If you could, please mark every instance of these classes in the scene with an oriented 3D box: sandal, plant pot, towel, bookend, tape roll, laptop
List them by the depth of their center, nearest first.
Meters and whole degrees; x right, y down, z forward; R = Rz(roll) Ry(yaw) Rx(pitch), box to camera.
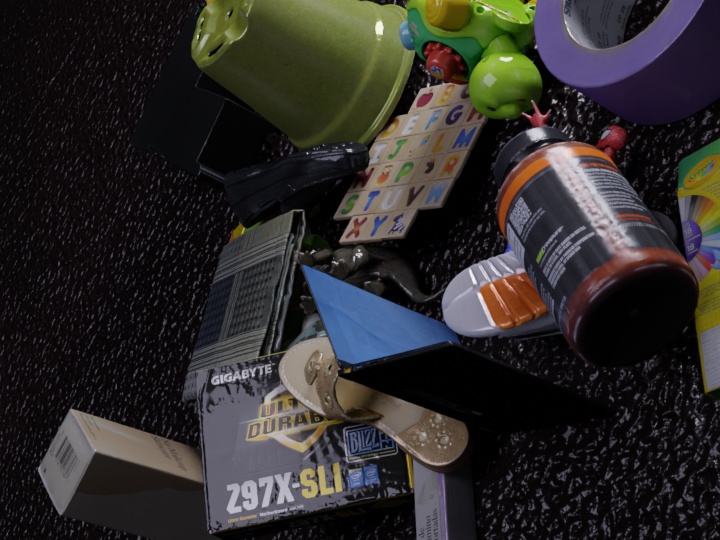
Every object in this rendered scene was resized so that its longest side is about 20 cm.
[{"bbox_3d":[0.075,0.055,1.121,0.200,0.187,0.116,-18,58,47],"label":"laptop"},{"bbox_3d":[0.170,0.017,1.128,0.206,0.059,0.079,-20,46,16],"label":"sandal"},{"bbox_3d":[0.248,-0.231,1.146,0.200,0.085,0.201,-28,52,42],"label":"tape roll"},{"bbox_3d":[0.004,0.100,1.181,0.211,0.070,0.078,28,74,31],"label":"sandal"},{"bbox_3d":[-0.119,0.045,1.428,0.200,0.034,0.193,-21,52,59],"label":"towel"},{"bbox_3d":[-0.073,-0.236,1.460,0.200,0.184,0.201,-38,38,39],"label":"plant pot"},{"bbox_3d":[-0.167,-0.208,1.663,0.198,0.092,0.201,25,90,53],"label":"bookend"}]

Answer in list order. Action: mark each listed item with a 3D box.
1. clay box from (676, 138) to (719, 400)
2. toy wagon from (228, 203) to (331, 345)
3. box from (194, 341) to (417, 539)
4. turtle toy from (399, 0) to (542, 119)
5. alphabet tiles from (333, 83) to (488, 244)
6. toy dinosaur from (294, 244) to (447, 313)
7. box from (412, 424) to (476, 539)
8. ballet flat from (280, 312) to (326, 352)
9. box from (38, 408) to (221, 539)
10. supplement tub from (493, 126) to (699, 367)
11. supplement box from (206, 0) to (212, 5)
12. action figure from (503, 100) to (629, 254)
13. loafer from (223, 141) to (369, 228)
[{"bbox_3d":[0.297,-0.013,0.992,0.115,0.047,0.201,-30,49,43],"label":"clay box"},{"bbox_3d":[-0.094,0.010,1.492,0.155,0.039,0.201,-44,41,29],"label":"toy wagon"},{"bbox_3d":[-0.049,0.152,1.253,0.199,0.049,0.160,-13,67,12],"label":"box"},{"bbox_3d":[0.111,-0.218,1.285,0.200,0.145,0.101,55,135,49],"label":"turtle toy"},{"bbox_3d":[0.053,-0.110,1.349,0.166,0.006,0.201,-4,51,52],"label":"alphabet tiles"},{"bbox_3d":[0.000,0.000,1.337,0.199,0.102,0.077,-10,102,32],"label":"toy dinosaur"},{"bbox_3d":[0.072,0.184,1.181,0.039,0.041,0.201,-30,50,39],"label":"box"},{"bbox_3d":[-0.055,0.088,1.381,0.200,0.069,0.071,-39,37,38],"label":"ballet flat"},{"bbox_3d":[-0.218,0.221,1.398,0.078,0.199,0.095,-61,37,8],"label":"box"},{"bbox_3d":[0.171,-0.027,1.045,0.107,0.107,0.200,-49,40,23],"label":"supplement tub"},{"bbox_3d":[-0.100,-0.409,1.676,0.200,0.103,0.131,-41,42,32],"label":"supplement box"},{"bbox_3d":[0.152,-0.063,1.187,0.200,0.065,0.099,-49,53,23],"label":"action figure"},{"bbox_3d":[-0.064,-0.090,1.439,0.200,0.068,0.071,-13,96,43],"label":"loafer"}]
